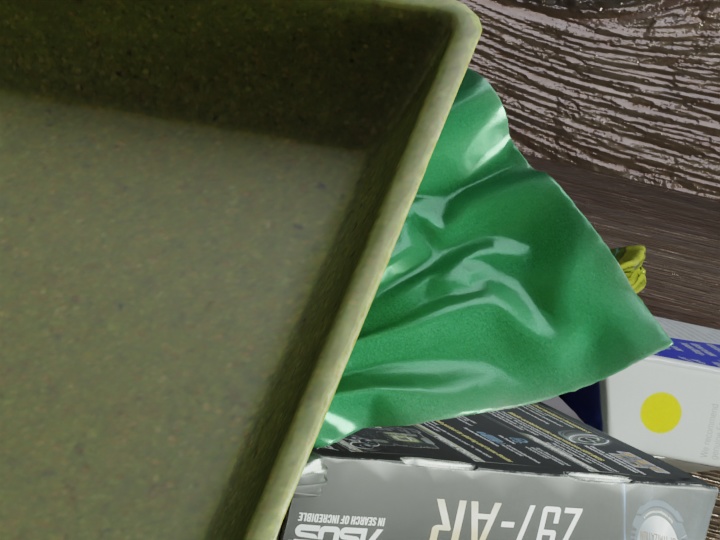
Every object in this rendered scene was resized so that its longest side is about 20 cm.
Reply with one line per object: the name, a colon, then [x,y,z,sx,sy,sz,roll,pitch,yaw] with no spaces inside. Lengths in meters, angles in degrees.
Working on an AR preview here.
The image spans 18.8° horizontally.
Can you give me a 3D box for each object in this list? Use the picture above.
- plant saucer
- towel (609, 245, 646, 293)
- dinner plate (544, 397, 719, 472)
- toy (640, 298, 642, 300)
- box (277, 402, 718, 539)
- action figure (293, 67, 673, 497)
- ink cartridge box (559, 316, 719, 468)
plant saucer: [-0.088,0.003,0.548,0.200,0.200,0.048,11,-36,17]
towel: [0.000,0.000,0.792,0.200,0.018,0.086,2,6,16]
dinner plate: [0.076,0.058,0.927,0.200,0.024,0.200,12,7,-2]
toy: [0.061,0.011,1.153,0.200,0.047,0.115,10,6,-23]
box: [-0.007,0.056,0.723,0.160,0.044,0.200,8,9,-33]
action figure: [-0.033,0.026,0.583,0.200,0.055,0.118,-26,55,-17]
ink cartridge box: [0.125,0.044,0.845,0.200,0.047,0.198,10,5,-4]
